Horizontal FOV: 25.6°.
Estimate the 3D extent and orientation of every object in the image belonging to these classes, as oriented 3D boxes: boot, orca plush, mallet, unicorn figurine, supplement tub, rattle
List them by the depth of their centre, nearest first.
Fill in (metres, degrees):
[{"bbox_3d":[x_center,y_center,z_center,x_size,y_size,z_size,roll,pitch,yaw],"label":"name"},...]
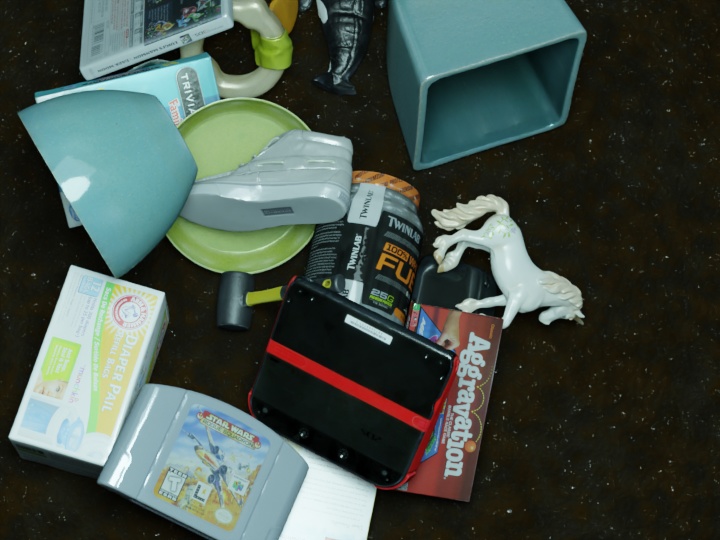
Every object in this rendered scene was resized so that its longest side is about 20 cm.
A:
[{"bbox_3d":[-0.087,0.016,1.714,0.041,0.199,0.066,15,66,-40],"label":"mallet"},{"bbox_3d":[-0.103,-0.102,1.735,0.199,0.074,0.096,0,57,12],"label":"boot"},{"bbox_3d":[0.164,0.009,1.740,0.137,0.074,0.201,-24,107,-5],"label":"unicorn figurine"},{"bbox_3d":[0.000,0.000,1.747,0.122,0.123,0.201,12,72,0],"label":"supplement tub"},{"bbox_3d":[-0.177,-0.267,1.859,0.199,0.130,0.143,-26,47,21],"label":"rattle"},{"bbox_3d":[-0.026,-0.314,1.875,0.105,0.071,0.201,16,71,1],"label":"orca plush"}]

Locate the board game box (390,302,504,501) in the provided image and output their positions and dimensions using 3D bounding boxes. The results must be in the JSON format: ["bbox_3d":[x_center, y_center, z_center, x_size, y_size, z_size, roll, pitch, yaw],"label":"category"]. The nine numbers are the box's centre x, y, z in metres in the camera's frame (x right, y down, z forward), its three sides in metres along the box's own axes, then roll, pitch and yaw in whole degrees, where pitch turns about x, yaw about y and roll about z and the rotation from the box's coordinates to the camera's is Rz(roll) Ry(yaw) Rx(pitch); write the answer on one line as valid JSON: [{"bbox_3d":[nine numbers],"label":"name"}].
[{"bbox_3d":[0.086,0.141,1.696,0.102,0.019,0.201,10,92,-12],"label":"board game box"}]

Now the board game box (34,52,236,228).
[{"bbox_3d":[-0.250,-0.147,1.780,0.199,0.047,0.152,-15,106,-8],"label":"board game box"}]

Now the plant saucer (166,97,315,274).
[{"bbox_3d":[-0.135,-0.096,1.776,0.199,0.031,0.201,-3,105,-11],"label":"plant saucer"}]

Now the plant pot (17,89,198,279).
[{"bbox_3d":[-0.251,-0.111,1.662,0.134,0.200,0.201,-31,76,-7],"label":"plant pot"}]

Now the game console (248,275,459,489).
[{"bbox_3d":[-0.012,0.120,1.653,0.199,0.031,0.178,26,110,12],"label":"game console"}]

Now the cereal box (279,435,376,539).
[{"bbox_3d":[-0.051,0.218,1.715,0.143,0.040,0.201,13,72,0],"label":"cereal box"}]

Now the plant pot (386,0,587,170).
[{"bbox_3d":[0.120,-0.269,1.815,0.195,0.196,0.201,-18,66,-10],"label":"plant pot"}]

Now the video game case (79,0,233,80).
[{"bbox_3d":[-0.233,-0.312,1.811,0.181,0.023,0.201,-18,43,11],"label":"video game case"}]

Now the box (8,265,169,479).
[{"bbox_3d":[-0.287,0.112,1.700,0.112,0.101,0.201,15,72,1],"label":"box"}]

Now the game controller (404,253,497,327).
[{"bbox_3d":[0.093,0.082,1.762,0.104,0.042,0.201,17,70,-14],"label":"game controller"}]

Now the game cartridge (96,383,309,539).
[{"bbox_3d":[-0.157,0.204,1.642,0.199,0.042,0.134,28,75,-14],"label":"game cartridge"}]
